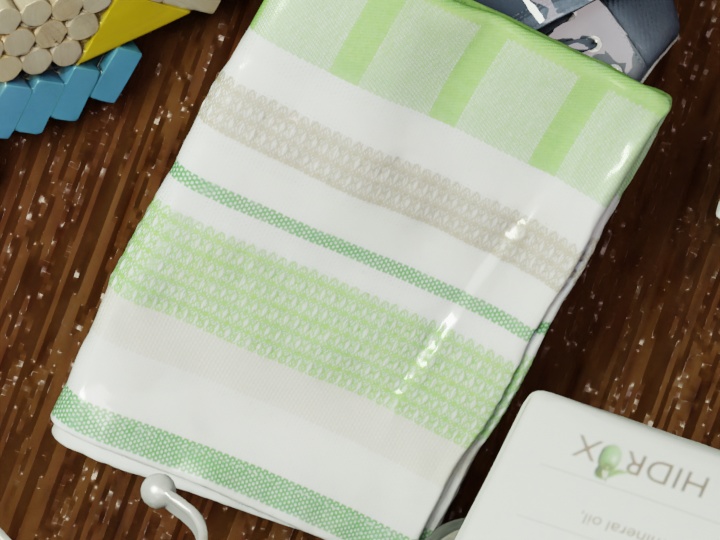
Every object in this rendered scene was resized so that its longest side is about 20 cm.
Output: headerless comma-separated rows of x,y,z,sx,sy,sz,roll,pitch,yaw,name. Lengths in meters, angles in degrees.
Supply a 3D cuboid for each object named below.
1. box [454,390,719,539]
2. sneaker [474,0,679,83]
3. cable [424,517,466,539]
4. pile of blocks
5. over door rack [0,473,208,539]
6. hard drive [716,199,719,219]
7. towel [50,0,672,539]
0.111,0.181,0.703,0.200,0.199,0.171,19,58,19,box
0.020,-0.100,0.790,0.202,0.077,0.146,-23,94,-26,sneaker
0.010,0.187,0.809,0.097,0.050,0.200,36,97,-4,cable
-0.143,-0.081,0.810,0.200,0.082,0.062,-22,49,-15,pile of blocks
-0.148,0.142,0.746,0.200,0.148,0.067,-20,55,-19,over door rack
0.234,-0.013,0.825,0.200,0.026,0.132,34,53,-5,hard drive
0.000,0.000,0.780,0.149,0.031,0.200,22,110,-20,towel
